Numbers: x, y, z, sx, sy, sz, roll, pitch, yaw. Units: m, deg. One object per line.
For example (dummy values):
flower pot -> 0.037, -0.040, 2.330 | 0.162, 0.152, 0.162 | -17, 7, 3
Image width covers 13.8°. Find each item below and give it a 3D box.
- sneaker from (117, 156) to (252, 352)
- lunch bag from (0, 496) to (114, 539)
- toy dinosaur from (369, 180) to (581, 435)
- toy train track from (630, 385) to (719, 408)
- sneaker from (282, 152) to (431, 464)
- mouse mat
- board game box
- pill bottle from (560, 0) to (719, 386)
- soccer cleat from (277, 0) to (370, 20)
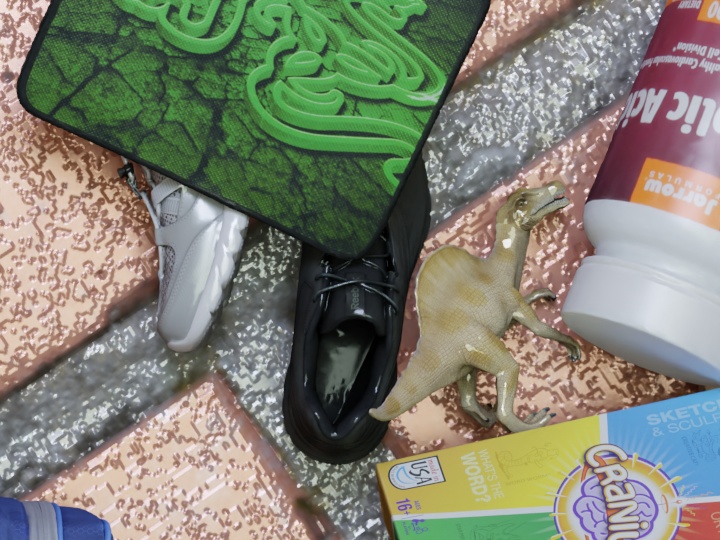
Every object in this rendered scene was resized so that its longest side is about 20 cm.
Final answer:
sneaker -> -0.097, -0.056, 1.547 | 0.082, 0.075, 0.201 | 4, 76, -4
lunch bag -> -0.180, 0.213, 1.480 | 0.132, 0.136, 0.201 | 3, 88, -10
toy dinosaur -> 0.056, 0.040, 1.553 | 0.101, 0.058, 0.200 | 54, 50, -21
toy train track -> 0.235, 0.096, 1.610 | 0.199, 0.033, 0.115 | 3, 55, -17
sneaker -> 0.000, 0.000, 1.544 | 0.076, 0.091, 0.201 | 2, 86, -2
mouse mat -> -0.054, -0.112, 1.479 | 0.199, 0.008, 0.161 | 24, 104, -6
board game box -> 0.119, 0.135, 1.484 | 0.199, 0.153, 0.040 | -12, 126, -5
pill bottle -> 0.184, -0.049, 1.562 | 0.114, 0.114, 0.201 | 24, 79, -8
soccer cleat -> -0.087, -0.160, 1.517 | 0.199, 0.068, 0.073 | 26, 86, 12
